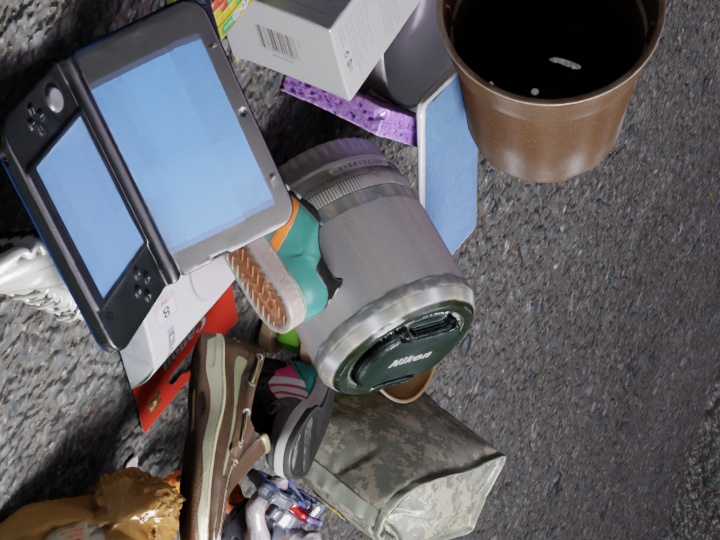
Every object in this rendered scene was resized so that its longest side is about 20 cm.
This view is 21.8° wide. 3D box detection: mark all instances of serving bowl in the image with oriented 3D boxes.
[{"bbox_3d":[0.043,-0.260,1.788,0.200,0.066,0.201,-46,146,-45],"label":"serving bowl"}]

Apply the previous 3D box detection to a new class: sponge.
[{"bbox_3d":[0.015,-0.149,1.778,0.200,0.111,0.030,8,106,-65],"label":"sponge"}]

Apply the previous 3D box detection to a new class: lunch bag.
[{"bbox_3d":[0.019,0.200,1.888,0.200,0.164,0.118,-8,128,-50],"label":"lunch bag"}]

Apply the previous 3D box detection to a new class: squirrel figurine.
[{"bbox_3d":[-0.225,0.269,1.627,0.200,0.141,0.187,-50,158,-28],"label":"squirrel figurine"}]

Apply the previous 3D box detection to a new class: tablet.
[{"bbox_3d":[0.083,-0.098,1.801,0.130,0.014,0.201,-46,144,-49],"label":"tablet"}]

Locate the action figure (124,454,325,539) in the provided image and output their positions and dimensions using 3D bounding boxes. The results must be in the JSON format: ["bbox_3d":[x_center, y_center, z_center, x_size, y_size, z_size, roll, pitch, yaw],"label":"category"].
[{"bbox_3d":[-0.107,0.235,1.763,0.105,0.193,0.200,-63,156,-5],"label":"action figure"}]

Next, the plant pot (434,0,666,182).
[{"bbox_3d":[0.169,-0.191,1.694,0.201,0.200,0.198,-58,165,-19],"label":"plant pot"}]

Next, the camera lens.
[{"bbox_3d":[0.000,0.000,1.715,0.159,0.201,0.160,-25,157,-11],"label":"camera lens"}]

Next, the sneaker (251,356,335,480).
[{"bbox_3d":[-0.095,0.131,1.766,0.200,0.120,0.084,-59,158,-73],"label":"sneaker"}]

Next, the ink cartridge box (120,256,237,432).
[{"bbox_3d":[-0.150,0.038,1.682,0.163,0.057,0.201,-51,147,-32],"label":"ink cartridge box"}]

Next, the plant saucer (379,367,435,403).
[{"bbox_3d":[0.025,0.036,1.910,0.200,0.035,0.201,18,69,-59],"label":"plant saucer"}]

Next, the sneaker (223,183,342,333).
[{"bbox_3d":[-0.085,-0.050,1.605,0.080,0.071,0.201,-31,99,-35],"label":"sneaker"}]

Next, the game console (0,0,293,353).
[{"bbox_3d":[-0.156,-0.070,1.382,0.201,0.118,0.171,65,26,-23],"label":"game console"}]

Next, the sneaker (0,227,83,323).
[{"bbox_3d":[-0.229,0.003,1.425,0.200,0.075,0.082,-15,101,-59],"label":"sneaker"}]

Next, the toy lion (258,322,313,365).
[{"bbox_3d":[-0.018,0.034,1.947,0.192,0.068,0.200,-67,157,-18],"label":"toy lion"}]

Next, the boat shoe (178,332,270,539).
[{"bbox_3d":[-0.115,0.154,1.650,0.075,0.074,0.203,133,-37,-66],"label":"boat shoe"}]

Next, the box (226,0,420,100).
[{"bbox_3d":[-0.017,-0.264,1.594,0.200,0.124,0.098,-56,154,-23],"label":"box"}]

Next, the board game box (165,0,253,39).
[{"bbox_3d":[-0.092,-0.312,1.478,0.200,0.057,0.166,-56,155,-24],"label":"board game box"}]
